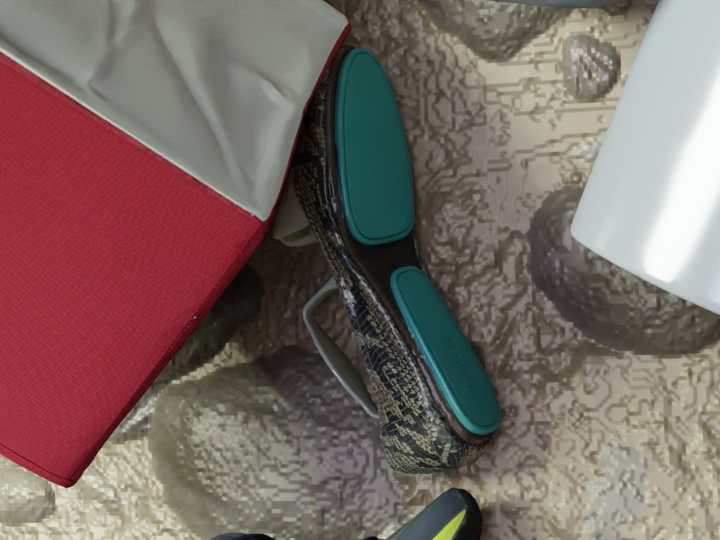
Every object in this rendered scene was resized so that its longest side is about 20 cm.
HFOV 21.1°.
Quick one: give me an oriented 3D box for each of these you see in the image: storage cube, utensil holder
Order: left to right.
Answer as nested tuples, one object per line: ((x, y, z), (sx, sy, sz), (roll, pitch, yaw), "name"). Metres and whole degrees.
((-0.135, -0.054, 0.825), (0.199, 0.171, 0.180), (34, 126, -10), "storage cube")
((0.191, -0.077, 0.770), (0.169, 0.170, 0.201), (26, 98, 18), "utensil holder")

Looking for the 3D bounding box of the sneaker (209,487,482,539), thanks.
((-0.034, 0.150, 0.893), (0.199, 0.074, 0.081), (-33, 75, 14), "sneaker")

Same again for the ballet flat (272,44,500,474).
((0.000, 0.000, 0.893), (0.075, 0.068, 0.202), (-23, 82, 33), "ballet flat")

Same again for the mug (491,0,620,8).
((0.089, -0.195, 0.817), (0.148, 0.153, 0.188), (20, 94, 19), "mug")
